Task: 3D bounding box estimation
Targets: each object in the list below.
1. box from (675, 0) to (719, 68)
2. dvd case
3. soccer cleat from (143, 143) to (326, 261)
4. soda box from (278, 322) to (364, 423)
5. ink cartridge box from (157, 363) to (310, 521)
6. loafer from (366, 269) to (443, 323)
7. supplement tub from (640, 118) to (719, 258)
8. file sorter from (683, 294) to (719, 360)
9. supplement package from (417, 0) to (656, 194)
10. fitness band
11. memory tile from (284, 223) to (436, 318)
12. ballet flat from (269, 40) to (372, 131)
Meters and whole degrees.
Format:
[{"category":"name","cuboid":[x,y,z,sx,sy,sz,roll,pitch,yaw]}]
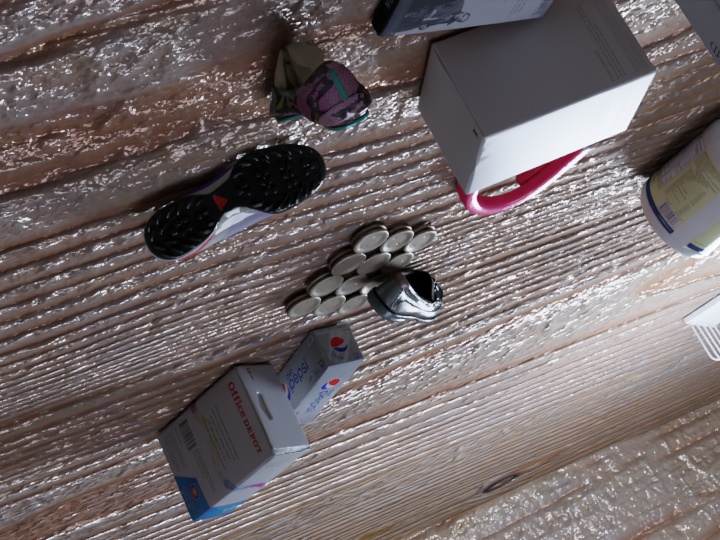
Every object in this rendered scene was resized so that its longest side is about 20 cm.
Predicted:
[{"category":"box","cuboid":[0.463,-0.287,1.291,0.199,0.200,0.131,-25,158,-8]},{"category":"dvd case","cuboid":[0.121,-0.278,1.137,0.199,0.025,0.151,-15,155,-33]},{"category":"soccer cleat","cuboid":[-0.129,-0.070,1.274,0.199,0.069,0.073,-29,-177,-9]},{"category":"soda box","cuboid":[-0.071,0.158,1.849,0.068,0.064,0.200,-11,153,-34]},{"category":"ink cartridge box","cuboid":[-0.183,0.246,1.800,0.084,0.145,0.200,0,146,-50]},{"category":"loafer","cuboid":[0.078,0.030,1.710,0.063,0.072,0.200,-46,165,20]},{"category":"supplement tub","cuboid":[0.519,-0.128,1.804,0.144,0.146,0.200,-5,149,-45]},{"category":"file sorter","cuboid":[0.847,0.127,2.822,0.138,0.125,0.199,-38,156,24]},{"category":"supplement package","cuboid":[0.176,-0.186,1.281,0.199,0.120,0.121,-22,160,-15]},{"category":"fitness band","cuboid":[0.207,-0.138,1.548,0.200,0.038,0.143,-42,155,29]},{"category":"memory tile","cuboid":[0.000,0.000,1.641,0.153,0.017,0.200,-3,147,-48]},{"category":"ballet flat","cuboid":[-0.043,-0.166,1.099,0.069,0.072,0.200,-26,-164,-11]}]
